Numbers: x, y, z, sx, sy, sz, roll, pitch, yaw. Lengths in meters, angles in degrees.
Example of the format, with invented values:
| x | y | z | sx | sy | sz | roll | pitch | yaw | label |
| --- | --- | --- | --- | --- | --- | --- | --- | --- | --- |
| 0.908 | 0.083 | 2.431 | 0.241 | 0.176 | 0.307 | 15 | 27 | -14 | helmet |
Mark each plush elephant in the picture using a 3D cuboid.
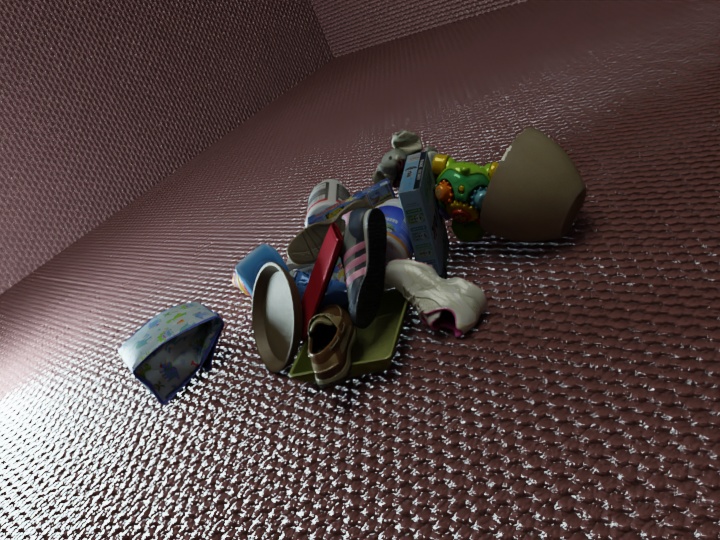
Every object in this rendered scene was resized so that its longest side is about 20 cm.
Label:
| x | y | z | sx | sy | sz | roll | pitch | yaw | label |
| --- | --- | --- | --- | --- | --- | --- | --- | --- | --- |
| 0.105 | -0.232 | 1.575 | 0.152 | 0.168 | 0.200 | 23 | 22 | 7 | plush elephant |

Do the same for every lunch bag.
| x | y | z | sx | sy | sz | roll | pitch | yaw | label |
| --- | --- | --- | --- | --- | --- | --- | --- | --- | --- |
| -0.383 | 0.153 | 1.394 | 0.200 | 0.128 | 0.169 | -46 | 30 | -16 | lunch bag |

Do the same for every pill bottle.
| x | y | z | sx | sy | sz | roll | pitch | yaw | label |
| --- | --- | --- | --- | --- | --- | --- | --- | --- | --- |
| -0.073 | -0.145 | 1.598 | 0.108 | 0.113 | 0.201 | -21 | 26 | 10 | pill bottle |
| 0.052 | -0.060 | 1.282 | 0.109 | 0.114 | 0.201 | -16 | 25 | 21 | pill bottle |

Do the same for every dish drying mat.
| x | y | z | sx | sy | sz | roll | pitch | yaw | label |
| --- | --- | --- | --- | --- | --- | --- | --- | --- | --- |
| -0.073 | 0.020 | 1.191 | 0.018 | 0.204 | 0.077 | 11 | 24 | -23 | dish drying mat |

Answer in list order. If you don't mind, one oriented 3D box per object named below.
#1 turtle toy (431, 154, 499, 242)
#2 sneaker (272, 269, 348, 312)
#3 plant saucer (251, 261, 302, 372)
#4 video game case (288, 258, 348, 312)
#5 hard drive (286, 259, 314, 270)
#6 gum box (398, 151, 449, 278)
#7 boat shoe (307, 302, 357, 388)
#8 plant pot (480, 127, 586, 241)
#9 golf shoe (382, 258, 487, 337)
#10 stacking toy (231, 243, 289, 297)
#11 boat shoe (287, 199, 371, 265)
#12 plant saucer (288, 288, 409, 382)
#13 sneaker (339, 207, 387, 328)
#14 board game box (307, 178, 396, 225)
| x | y | z | sx | sy | sz | roll | pitch | yaw | label |
| --- | --- | --- | --- | --- | --- | --- | --- | --- | --- |
| 0.203 | -0.131 | 1.272 | 0.142 | 0.201 | 0.103 | 11 | 67 | 20 | turtle toy |
| -0.090 | 0.039 | 1.265 | 0.196 | 0.080 | 0.066 | -5 | 30 | 37 | sneaker |
| -0.155 | 0.086 | 1.253 | 0.029 | 0.206 | 0.199 | -2 | 12 | -30 | plant saucer |
| -0.076 | 0.049 | 1.333 | 0.196 | 0.018 | 0.147 | -17 | 55 | 24 | video game case |
| -0.072 | -0.063 | 1.606 | 0.196 | 0.027 | 0.133 | -13 | 29 | 28 | hard drive |
| 0.123 | -0.095 | 1.265 | 0.043 | 0.204 | 0.171 | -10 | 29 | 16 | gum box |
| -0.050 | 0.105 | 1.102 | 0.074 | 0.075 | 0.201 | -22 | 26 | 8 | boat shoe |
| 0.321 | -0.132 | 1.195 | 0.133 | 0.203 | 0.200 | 31 | 56 | 25 | plant pot |
| 0.111 | 0.043 | 1.125 | 0.196 | 0.076 | 0.092 | 20 | 60 | 28 | golf shoe |
| -0.256 | 0.018 | 1.576 | 0.109 | 0.118 | 0.198 | -40 | 14 | -28 | stacking toy |
| -0.061 | -0.071 | 1.379 | 0.198 | 0.073 | 0.065 | -35 | -10 | -11 | boat shoe |
| -0.006 | 0.121 | 1.174 | 0.195 | 0.049 | 0.201 | -15 | 28 | 25 | plant saucer |
| -0.004 | -0.005 | 1.158 | 0.081 | 0.206 | 0.069 | 5 | -4 | 40 | sneaker |
| -0.001 | -0.095 | 1.468 | 0.196 | 0.138 | 0.035 | -25 | 24 | 3 | board game box |
